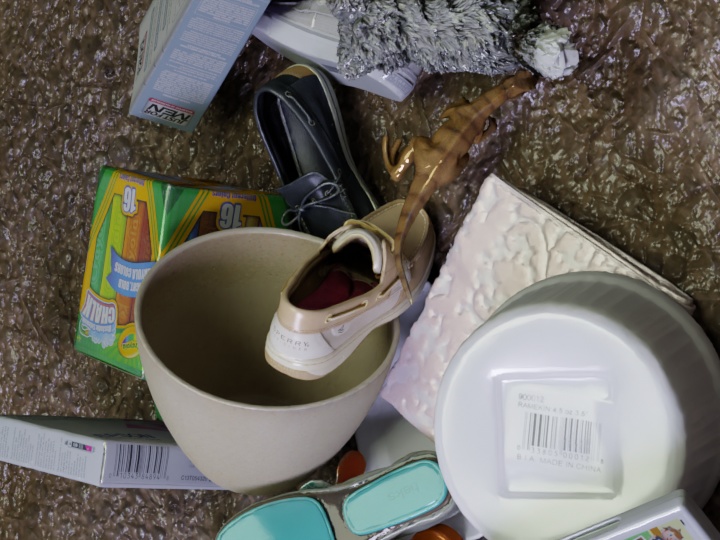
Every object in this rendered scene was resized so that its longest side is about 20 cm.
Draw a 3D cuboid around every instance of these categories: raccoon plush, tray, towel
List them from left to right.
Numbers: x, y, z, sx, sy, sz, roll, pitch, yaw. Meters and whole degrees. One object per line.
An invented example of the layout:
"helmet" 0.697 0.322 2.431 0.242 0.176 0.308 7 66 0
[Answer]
"tray" 0.041 0.118 1.700 0.107 0.022 0.202 -24 71 40
"raccoon plush" 0.057 -0.175 1.577 0.200 0.133 0.098 -152 50 -73
"towel" 0.124 0.060 1.605 0.191 0.032 0.201 37 110 30

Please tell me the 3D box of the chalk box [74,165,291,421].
"chalk box" -0.148 0.026 1.798 0.124 0.123 0.202 13 96 54

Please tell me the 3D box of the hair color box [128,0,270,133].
"hair color box" -0.125 -0.213 1.788 0.200 0.060 0.100 128 152 -49

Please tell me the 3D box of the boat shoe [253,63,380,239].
"boat shoe" -0.033 -0.063 1.737 0.074 0.062 0.202 -20 89 43

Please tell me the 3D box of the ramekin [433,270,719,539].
"ramekin" 0.146 0.106 1.511 0.199 0.098 0.202 3 98 22

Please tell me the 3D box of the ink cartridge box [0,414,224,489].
"ink cartridge box" -0.201 0.143 1.801 0.199 0.196 0.044 10 92 41

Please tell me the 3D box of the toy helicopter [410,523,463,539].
"toy helicopter" 0.011 0.281 1.670 0.199 0.079 0.133 -24 91 38

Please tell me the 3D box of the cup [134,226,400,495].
"cup" -0.075 0.086 1.687 0.200 0.199 0.144 43 142 35

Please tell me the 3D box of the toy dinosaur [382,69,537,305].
"toy dinosaur" 0.053 -0.076 1.636 0.201 0.060 0.106 -57 18 -9

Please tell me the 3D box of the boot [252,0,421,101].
"boot" -0.007 -0.201 1.747 0.199 0.073 0.096 25 83 46

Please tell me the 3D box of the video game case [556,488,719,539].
"video game case" 0.185 0.244 1.449 0.181 0.200 0.022 -26 27 27

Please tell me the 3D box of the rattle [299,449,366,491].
"rattle" -0.051 0.249 1.732 0.199 0.130 0.144 -29 71 19

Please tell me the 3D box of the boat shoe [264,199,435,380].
"boat shoe" 0.000 0.000 1.635 0.073 0.200 0.070 23 134 17

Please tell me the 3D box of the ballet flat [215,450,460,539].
"ballet flat" -0.011 0.188 1.647 0.199 0.064 0.068 -20 75 13
